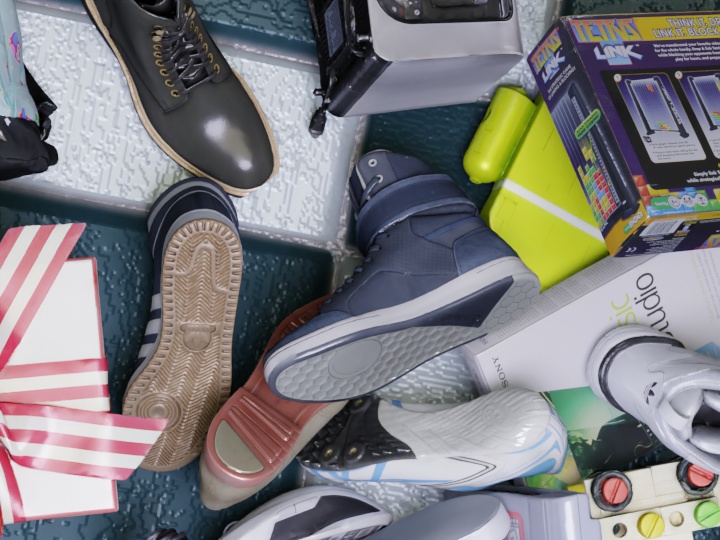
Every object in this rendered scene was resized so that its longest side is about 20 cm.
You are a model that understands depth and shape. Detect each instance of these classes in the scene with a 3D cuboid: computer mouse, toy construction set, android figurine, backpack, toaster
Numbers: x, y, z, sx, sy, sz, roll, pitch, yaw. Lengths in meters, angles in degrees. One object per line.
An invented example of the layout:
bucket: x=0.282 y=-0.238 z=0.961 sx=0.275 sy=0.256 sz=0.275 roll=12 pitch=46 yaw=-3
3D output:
computer mouse: x=-0.074 y=0.182 z=1.560 sx=0.199 sy=0.110 sz=0.044 roll=-11 pitch=70 yaw=-23
toy construction set: x=0.206 y=0.200 z=1.593 sx=0.199 sy=0.092 sz=0.132 roll=-9 pitch=86 yaw=-20
android figurine: x=0.161 y=-0.055 z=1.633 sx=0.182 sy=0.041 sz=0.201 roll=27 pitch=82 yaw=-9
backpack: x=-0.291 y=-0.156 z=1.507 sx=0.166 sy=0.127 sz=0.201 roll=-8 pitch=86 yaw=-8
toaster: x=0.028 y=-0.204 z=1.548 sx=0.118 sy=0.200 sz=0.182 roll=-4 pitch=80 yaw=-14

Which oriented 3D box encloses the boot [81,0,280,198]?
boot: x=-0.120 y=-0.139 z=1.533 sx=0.077 sy=0.138 sz=0.200 roll=-40 pitch=96 yaw=-10

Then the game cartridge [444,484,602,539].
game cartridge: x=0.109 y=0.213 z=1.530 sx=0.041 sy=0.200 sz=0.134 roll=-9 pitch=89 yaw=-20

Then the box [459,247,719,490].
box: x=0.180 y=0.065 z=1.607 sx=0.199 sy=0.036 sz=0.145 roll=-28 pitch=118 yaw=-9

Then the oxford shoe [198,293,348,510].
oxford shoe: x=-0.050 y=0.086 z=1.564 sx=0.071 sy=0.074 sz=0.200 roll=42 pitch=52 yaw=8

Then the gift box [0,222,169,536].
gift box: x=-0.230 y=0.072 z=1.470 sx=0.199 sy=0.187 sz=0.185 roll=-10 pitch=89 yaw=-5

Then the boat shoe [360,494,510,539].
boat shoe: x=0.030 y=0.214 z=1.538 sx=0.199 sy=0.074 sz=0.068 roll=-29 pitch=102 yaw=28

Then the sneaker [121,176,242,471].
sneaker: x=-0.123 y=0.032 z=1.567 sx=0.070 sy=0.109 sz=0.201 roll=8 pitch=116 yaw=-13

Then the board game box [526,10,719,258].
board game box: x=0.234 y=-0.098 z=1.580 sx=0.199 sy=0.057 sz=0.166 roll=-5 pitch=60 yaw=-31

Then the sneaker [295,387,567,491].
sneaker: x=0.046 y=0.123 z=1.558 sx=0.073 sy=0.199 sz=0.072 roll=61 pitch=34 yaw=-40

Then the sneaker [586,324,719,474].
sneaker: x=0.260 y=0.100 z=1.568 sx=0.199 sy=0.115 sz=0.075 roll=15 pitch=105 yaw=-28

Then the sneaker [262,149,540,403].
sneaker: x=0.000 y=0.001 z=1.552 sx=0.202 sy=0.077 sz=0.146 roll=-21 pitch=58 yaw=-21
